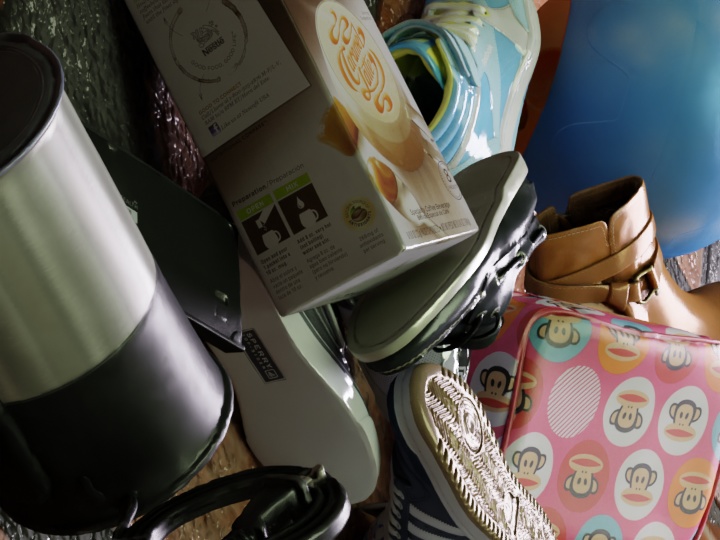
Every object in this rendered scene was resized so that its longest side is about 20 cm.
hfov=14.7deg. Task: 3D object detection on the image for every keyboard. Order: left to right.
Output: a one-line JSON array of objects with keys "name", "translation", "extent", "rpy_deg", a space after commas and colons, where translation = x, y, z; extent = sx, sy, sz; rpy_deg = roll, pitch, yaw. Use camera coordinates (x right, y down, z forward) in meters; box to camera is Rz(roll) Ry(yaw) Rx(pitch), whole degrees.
[{"name": "keyboard", "translation": [-0.129, -0.014, 1.314], "extent": [0.200, 0.040, 0.104], "rpy_deg": [34, 43, -44]}]

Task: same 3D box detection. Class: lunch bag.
[{"name": "lunch bag", "translation": [0.135, 0.112, 1.701], "extent": [0.200, 0.082, 0.177], "rpy_deg": [14, 90, -40]}]

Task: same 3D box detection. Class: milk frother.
[{"name": "milk frother", "translation": [-0.112, 0.027, 1.144], "extent": [0.188, 0.199, 0.181], "rpy_deg": [64, 34, -37]}]

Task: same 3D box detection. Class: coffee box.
[{"name": "coffee box", "translation": [-0.033, -0.087, 1.432], "extent": [0.200, 0.080, 0.114], "rpy_deg": [63, 21, 4]}]

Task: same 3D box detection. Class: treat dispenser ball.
[{"name": "treat dispenser ball", "translation": [0.192, -0.108, 1.888], "extent": [0.201, 0.200, 0.201], "rpy_deg": [-7, 90, -67]}]

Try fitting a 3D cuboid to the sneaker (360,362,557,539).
[{"name": "sneaker", "translation": [0.029, 0.129, 1.560], "extent": [0.200, 0.108, 0.070], "rpy_deg": [57, 33, -43]}]

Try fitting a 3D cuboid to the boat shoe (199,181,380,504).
[{"name": "boat shoe", "translation": [-0.040, 0.038, 1.480], "extent": [0.200, 0.072, 0.068], "rpy_deg": [59, 34, -32]}]

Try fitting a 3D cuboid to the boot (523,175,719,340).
[{"name": "boot", "translation": [0.181, 0.006, 1.811], "extent": [0.200, 0.077, 0.156], "rpy_deg": [-24, 119, -28]}]

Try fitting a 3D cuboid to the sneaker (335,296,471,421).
[{"name": "sneaker", "translation": [0.000, 0.000, 1.576], "extent": [0.115, 0.075, 0.201], "rpy_deg": [-15, 94, -65]}]

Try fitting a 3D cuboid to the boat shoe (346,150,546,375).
[{"name": "boat shoe", "translation": [0.054, 0.010, 1.519], "extent": [0.066, 0.074, 0.199], "rpy_deg": [61, 29, -19]}]

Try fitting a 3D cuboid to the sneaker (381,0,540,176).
[{"name": "sneaker", "translation": [0.054, -0.141, 1.730], "extent": [0.131, 0.079, 0.200], "rpy_deg": [50, 39, -54]}]
